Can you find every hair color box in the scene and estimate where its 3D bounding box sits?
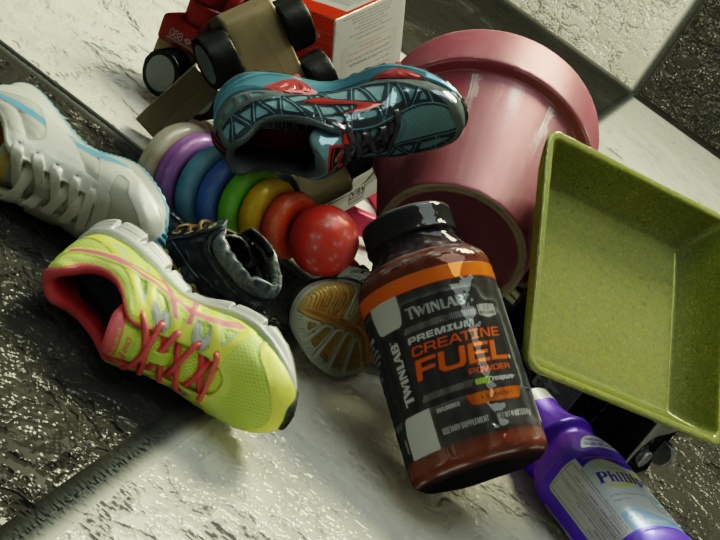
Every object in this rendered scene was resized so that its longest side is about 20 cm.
[{"bbox_3d":[-0.020,-0.155,1.405,0.064,0.202,0.111,23,35,29],"label":"hair color box"}]

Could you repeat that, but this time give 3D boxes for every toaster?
[{"bbox_3d":[0.217,0.072,1.362,0.200,0.181,0.118,46,20,28],"label":"toaster"}]

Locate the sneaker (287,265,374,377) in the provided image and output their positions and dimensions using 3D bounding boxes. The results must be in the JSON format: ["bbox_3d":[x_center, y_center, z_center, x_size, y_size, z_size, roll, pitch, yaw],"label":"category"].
[{"bbox_3d":[-0.014,0.035,1.247,0.087,0.076,0.200,37,9,29],"label":"sneaker"}]

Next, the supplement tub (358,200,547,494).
[{"bbox_3d":[0.060,0.054,1.140,0.107,0.106,0.202,6,62,-54],"label":"supplement tub"}]

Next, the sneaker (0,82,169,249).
[{"bbox_3d":[-0.224,-0.064,1.134,0.199,0.077,0.081,35,27,21],"label":"sneaker"}]

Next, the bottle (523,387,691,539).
[{"bbox_3d":[0.183,0.174,1.230,0.083,0.066,0.200,16,27,-40],"label":"bottle"}]

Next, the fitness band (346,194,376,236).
[{"bbox_3d":[-0.018,-0.086,1.568,0.143,0.038,0.200,25,20,-19],"label":"fitness band"}]

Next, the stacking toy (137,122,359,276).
[{"bbox_3d":[-0.084,-0.046,1.209,0.199,0.086,0.085,27,12,35],"label":"stacking toy"}]

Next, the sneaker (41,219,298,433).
[{"bbox_3d":[-0.131,0.048,1.023,0.199,0.079,0.090,34,27,16],"label":"sneaker"}]

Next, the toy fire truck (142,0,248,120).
[{"bbox_3d":[-0.089,-0.238,1.486,0.175,0.202,0.128,31,23,23],"label":"toy fire truck"}]

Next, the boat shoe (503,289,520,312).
[{"bbox_3d":[0.106,0.017,1.488,0.200,0.062,0.075,39,8,-38],"label":"boat shoe"}]

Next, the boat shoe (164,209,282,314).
[{"bbox_3d":[-0.113,-0.010,1.142,0.070,0.091,0.201,19,24,-37],"label":"boat shoe"}]

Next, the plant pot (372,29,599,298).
[{"bbox_3d":[0.093,-0.073,1.306,0.199,0.200,0.180,31,41,-9],"label":"plant pot"}]

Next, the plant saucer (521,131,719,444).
[{"bbox_3d":[0.200,0.020,1.216,0.199,0.048,0.202,23,62,-28],"label":"plant saucer"}]

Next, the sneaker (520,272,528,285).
[{"bbox_3d":[0.200,-0.010,1.468,0.201,0.067,0.108,37,55,8],"label":"sneaker"}]

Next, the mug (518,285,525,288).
[{"bbox_3d":[0.229,-0.019,1.669,0.175,0.147,0.202,21,43,-64],"label":"mug"}]

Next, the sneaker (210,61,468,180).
[{"bbox_3d":[-0.015,-0.100,1.186,0.198,0.080,0.096,-3,39,3],"label":"sneaker"}]

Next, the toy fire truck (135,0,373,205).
[{"bbox_3d":[-0.102,-0.128,1.341,0.177,0.128,0.200,65,-17,-9],"label":"toy fire truck"}]

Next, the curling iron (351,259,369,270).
[{"bbox_3d":[0.000,0.000,1.396,0.049,0.026,0.200,2,35,-35],"label":"curling iron"}]
